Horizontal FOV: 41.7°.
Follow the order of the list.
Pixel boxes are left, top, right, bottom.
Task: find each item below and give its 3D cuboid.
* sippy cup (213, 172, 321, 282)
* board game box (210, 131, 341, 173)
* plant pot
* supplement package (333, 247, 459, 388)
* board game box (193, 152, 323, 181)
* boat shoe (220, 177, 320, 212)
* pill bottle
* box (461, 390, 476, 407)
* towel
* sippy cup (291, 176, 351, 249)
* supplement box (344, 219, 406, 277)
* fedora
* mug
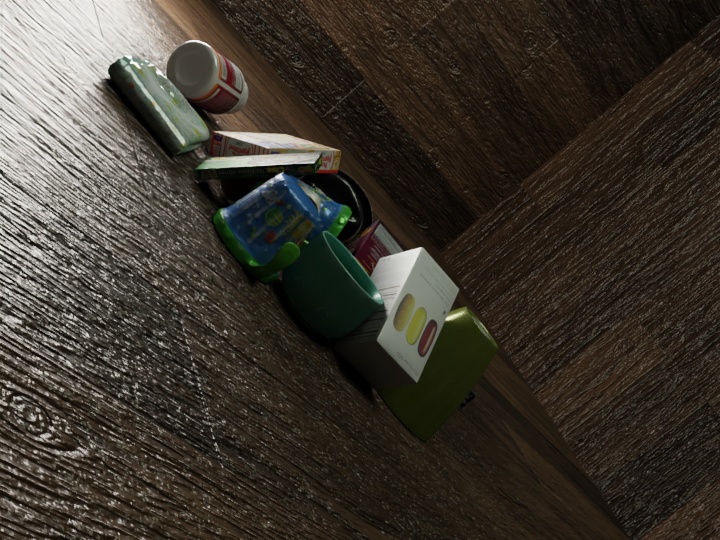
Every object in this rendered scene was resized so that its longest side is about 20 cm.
[{"bbox_3d":[-0.136,-0.074,1.457,0.179,0.130,0.139,54,10,17],"label":"sippy cup"},{"bbox_3d":[-0.156,-0.220,1.758,0.150,0.047,0.199,21,18,36],"label":"board game box"},{"bbox_3d":[0.137,0.162,1.661,0.188,0.199,0.187,48,9,-11],"label":"plant pot"},{"bbox_3d":[0.062,0.080,1.571,0.114,0.109,0.202,45,54,-25],"label":"supplement package"},{"bbox_3d":[-0.163,-0.171,1.542,0.105,0.196,0.024,-75,161,-70],"label":"board game box"},{"bbox_3d":[-0.140,-0.138,1.580,0.198,0.072,0.069,20,37,27],"label":"boat shoe"},{"bbox_3d":[-0.302,-0.380,1.909,0.114,0.113,0.200,53,8,13],"label":"pill bottle"},{"bbox_3d":[0.180,0.197,2.224,0.199,0.050,0.200,47,10,-21],"label":"box"},{"bbox_3d":[-0.327,-0.274,1.562,0.172,0.048,0.200,50,9,-7],"label":"towel"},{"bbox_3d":[-0.106,-0.092,1.682,0.130,0.140,0.178,38,-13,-8],"label":"sippy cup"},{"bbox_3d":[0.000,0.000,1.736,0.086,0.110,0.200,49,27,-9],"label":"supplement box"},{"bbox_3d":[-0.061,-0.127,1.840,0.201,0.200,0.092,51,-20,1],"label":"fedora"},{"bbox_3d":[-0.049,0.032,1.521,0.153,0.114,0.185,52,8,14],"label":"mug"}]
